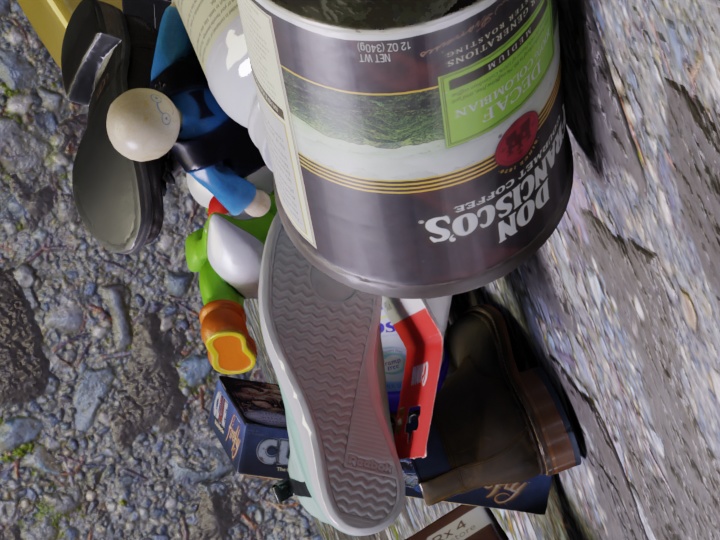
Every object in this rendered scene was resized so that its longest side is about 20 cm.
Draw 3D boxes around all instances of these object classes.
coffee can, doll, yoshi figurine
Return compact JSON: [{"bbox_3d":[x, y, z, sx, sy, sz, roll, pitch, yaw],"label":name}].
[{"bbox_3d":[0.020,-0.102,1.296,0.200,0.146,0.146,79,168,-54],"label":"coffee can"},{"bbox_3d":[-0.070,-0.098,1.583,0.048,0.200,0.137,-24,88,42],"label":"doll"},{"bbox_3d":[-0.073,-0.023,1.967,0.112,0.112,0.200,122,146,-46],"label":"yoshi figurine"}]

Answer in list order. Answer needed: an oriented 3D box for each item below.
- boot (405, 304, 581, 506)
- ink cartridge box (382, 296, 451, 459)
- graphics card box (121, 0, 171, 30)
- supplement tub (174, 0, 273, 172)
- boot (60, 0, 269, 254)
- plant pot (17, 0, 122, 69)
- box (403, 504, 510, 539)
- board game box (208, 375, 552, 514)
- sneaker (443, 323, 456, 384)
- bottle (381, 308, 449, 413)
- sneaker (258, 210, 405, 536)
[{"bbox_3d":[0.059,0.080,1.731,0.200,0.097,0.075,-127,16,-68],"label":"boot"},{"bbox_3d":[0.024,0.007,1.635,0.161,0.050,0.200,142,140,-82],"label":"ink cartridge box"},{"bbox_3d":[-0.116,-0.263,1.908,0.125,0.051,0.200,117,167,-80],"label":"graphics card box"},{"bbox_3d":[-0.030,-0.163,1.519,0.145,0.145,0.200,85,164,-65],"label":"supplement tub"},{"bbox_3d":[-0.078,-0.079,1.641,0.069,0.174,0.200,-53,35,39],"label":"boot"},{"bbox_3d":[-0.149,-0.210,2.106,0.200,0.200,0.177,99,148,-76],"label":"plant pot"},{"bbox_3d":[0.073,0.290,1.797,0.200,0.166,0.164,56,-178,-33],"label":"box"},{"bbox_3d":[0.010,0.112,1.821,0.135,0.200,0.035,-137,57,-75],"label":"board game box"},{"bbox_3d":[0.043,0.029,1.890,0.116,0.074,0.200,56,169,15],"label":"sneaker"},{"bbox_3d":[0.000,0.000,1.779,0.065,0.083,0.200,-66,-29,-44],"label":"bottle"},{"bbox_3d":[-0.027,0.058,1.663,0.118,0.074,0.201,151,110,-76],"label":"sneaker"}]
